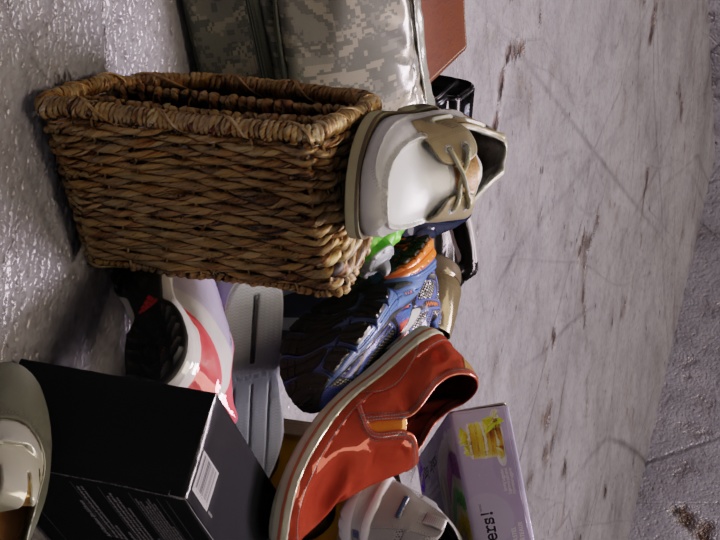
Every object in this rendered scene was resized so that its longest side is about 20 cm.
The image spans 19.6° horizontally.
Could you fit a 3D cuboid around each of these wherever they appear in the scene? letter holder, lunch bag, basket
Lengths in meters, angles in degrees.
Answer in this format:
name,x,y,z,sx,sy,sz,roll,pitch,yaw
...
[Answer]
name,x,y,z,sx,sy,sz,roll,pitch,yaw
letter holder,0.016,-0.235,1.804,0.200,0.100,0.143,-49,140,-62
lunch bag,-0.031,-0.192,1.548,0.140,0.167,0.201,-65,154,-46
basket,-0.086,-0.089,1.350,0.149,0.199,0.143,78,26,-44

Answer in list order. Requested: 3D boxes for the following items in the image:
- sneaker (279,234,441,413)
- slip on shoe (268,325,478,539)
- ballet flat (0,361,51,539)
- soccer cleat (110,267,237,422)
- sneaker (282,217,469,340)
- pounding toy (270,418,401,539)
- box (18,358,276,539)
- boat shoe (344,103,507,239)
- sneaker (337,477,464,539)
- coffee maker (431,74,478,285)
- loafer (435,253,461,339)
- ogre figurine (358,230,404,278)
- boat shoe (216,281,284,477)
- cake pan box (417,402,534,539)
name,x,y,z,sx,sy,sz,roll,pitch,yaw
sneaker,0.012,0.048,1.491,0.200,0.075,0.079,-45,119,-48
slip on shoe,0.009,0.116,1.417,0.200,0.061,0.074,-43,153,-32
ballet flat,-0.216,0.150,1.225,0.067,0.064,0.201,20,74,-27
soccer cleat,-0.121,0.028,1.409,0.073,0.068,0.201,43,22,-35
sneaker,0.000,0.000,1.598,0.070,0.199,0.109,-172,-107,-66
pounding toy,-0.043,0.184,1.589,0.143,0.199,0.185,75,27,-49
box,-0.140,0.144,1.361,0.200,0.140,0.079,67,33,-58
boat shoe,0.043,-0.067,1.324,0.200,0.068,0.075,-46,141,-65
sneaker,0.041,0.216,1.503,0.075,0.082,0.200,-61,155,-19
coffee maker,0.035,-0.080,1.913,0.192,0.134,0.201,-108,-160,-74
loafer,-0.012,0.046,1.653,0.076,0.199,0.068,46,27,-52
ogre figurine,-0.046,-0.059,1.490,0.199,0.098,0.120,31,41,-27
boat shoe,-0.094,0.081,1.484,0.072,0.062,0.201,-3,112,-33
cake pan box,0.091,0.210,1.578,0.200,0.052,0.185,113,-30,-74
